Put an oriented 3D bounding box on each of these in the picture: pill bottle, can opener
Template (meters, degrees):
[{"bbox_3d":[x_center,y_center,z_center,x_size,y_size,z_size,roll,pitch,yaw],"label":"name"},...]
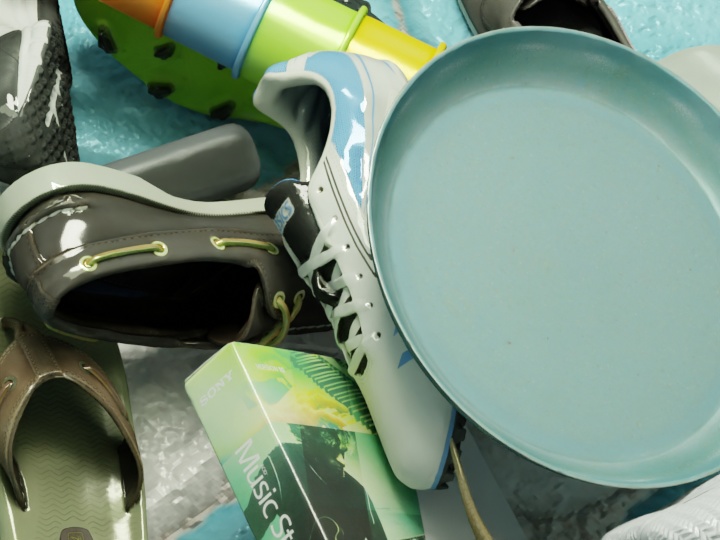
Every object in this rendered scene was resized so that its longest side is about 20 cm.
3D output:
[{"bbox_3d":[0.121,0.001,1.067,0.199,0.109,0.109,4,53,-25],"label":"pill bottle"},{"bbox_3d":[-0.134,-0.011,1.074,0.199,0.053,0.067,-26,98,-25],"label":"can opener"}]

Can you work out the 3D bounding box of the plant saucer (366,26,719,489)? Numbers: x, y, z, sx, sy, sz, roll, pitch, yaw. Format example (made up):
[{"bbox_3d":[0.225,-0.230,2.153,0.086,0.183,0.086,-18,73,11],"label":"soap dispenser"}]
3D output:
[{"bbox_3d":[0.089,-0.004,0.972,0.199,0.027,0.201,11,62,-21],"label":"plant saucer"}]

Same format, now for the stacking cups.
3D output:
[{"bbox_3d":[-0.063,-0.116,1.085,0.199,0.061,0.061,25,54,2],"label":"stacking cups"}]

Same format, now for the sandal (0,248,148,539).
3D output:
[{"bbox_3d":[-0.121,0.070,0.990,0.079,0.057,0.202,-8,65,-25],"label":"sandal"}]

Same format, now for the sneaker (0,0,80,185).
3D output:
[{"bbox_3d":[-0.167,-0.082,1.069,0.080,0.074,0.200,-8,22,-6],"label":"sneaker"}]

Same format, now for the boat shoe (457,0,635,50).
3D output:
[{"bbox_3d":[0.108,-0.106,1.181,0.067,0.057,0.200,-16,60,-22],"label":"boat shoe"}]

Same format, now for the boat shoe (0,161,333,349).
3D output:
[{"bbox_3d":[-0.063,0.006,1.027,0.201,0.072,0.061,9,45,-39],"label":"boat shoe"}]

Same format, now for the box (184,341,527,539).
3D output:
[{"bbox_3d":[0.023,0.123,0.967,0.144,0.036,0.200,12,42,-51],"label":"box"}]

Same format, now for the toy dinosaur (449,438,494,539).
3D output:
[{"bbox_3d":[0.095,0.156,0.951,0.200,0.058,0.101,38,14,-29],"label":"toy dinosaur"}]

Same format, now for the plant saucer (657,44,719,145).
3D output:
[{"bbox_3d":[0.222,-0.060,1.105,0.199,0.050,0.200,27,12,-6],"label":"plant saucer"}]

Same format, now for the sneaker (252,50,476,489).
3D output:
[{"bbox_3d":[0.000,0.000,0.993,0.072,0.072,0.201,-4,62,-18],"label":"sneaker"}]

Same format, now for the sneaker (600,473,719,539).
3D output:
[{"bbox_3d":[0.148,0.135,0.902,0.075,0.200,0.114,-26,84,-3],"label":"sneaker"}]

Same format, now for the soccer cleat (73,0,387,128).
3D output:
[{"bbox_3d":[-0.040,-0.107,1.152,0.199,0.068,0.081,23,43,-3],"label":"soccer cleat"}]
